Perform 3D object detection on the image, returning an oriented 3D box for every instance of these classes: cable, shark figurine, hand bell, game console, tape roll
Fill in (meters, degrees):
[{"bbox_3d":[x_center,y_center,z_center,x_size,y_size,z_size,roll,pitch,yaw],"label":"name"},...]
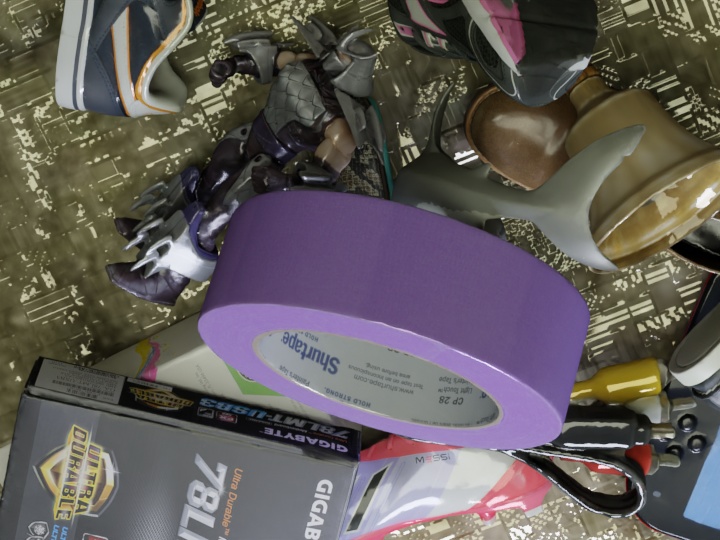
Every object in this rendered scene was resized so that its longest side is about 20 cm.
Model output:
[{"bbox_3d":[0.101,0.093,1.216,0.199,0.050,0.098,5,114,-1],"label":"cable"},{"bbox_3d":[0.055,-0.054,1.070,0.127,0.214,0.090,14,84,-15],"label":"shark figurine"},{"bbox_3d":[0.117,-0.110,1.121,0.104,0.104,0.201,-36,71,15],"label":"hand bell"},{"bbox_3d":[0.276,0.101,1.250,0.199,0.031,0.178,18,111,-5],"label":"game console"},{"bbox_3d":[0.017,0.029,1.082,0.199,0.200,0.066,17,72,-4],"label":"tape roll"}]

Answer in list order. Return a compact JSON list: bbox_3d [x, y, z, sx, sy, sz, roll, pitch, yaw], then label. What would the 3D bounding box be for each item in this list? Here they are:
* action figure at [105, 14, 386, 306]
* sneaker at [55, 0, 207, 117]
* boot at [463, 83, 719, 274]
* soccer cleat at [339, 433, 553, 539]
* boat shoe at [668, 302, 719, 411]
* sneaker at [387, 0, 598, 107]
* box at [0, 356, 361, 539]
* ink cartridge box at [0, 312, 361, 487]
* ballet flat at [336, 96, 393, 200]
[{"bbox_3d":[-0.059,-0.065,1.157,0.069,0.130,0.200,30,117,-35],"label":"action figure"},{"bbox_3d":[-0.121,-0.178,1.136,0.079,0.079,0.201,11,123,4],"label":"sneaker"},{"bbox_3d":[0.154,-0.053,1.173,0.199,0.076,0.074,22,112,-5],"label":"boot"},{"bbox_3d":[0.020,0.127,1.257,0.199,0.067,0.077,-12,98,6],"label":"soccer cleat"},{"bbox_3d":[0.271,0.013,1.179,0.199,0.074,0.066,-43,101,-3],"label":"boat shoe"},{"bbox_3d":[0.060,-0.142,1.094,0.080,0.200,0.087,8,126,-25],"label":"sneaker"},{"bbox_3d":[-0.117,0.167,1.211,0.197,0.050,0.201,15,113,-3],"label":"box"},{"bbox_3d":[-0.112,0.102,1.247,0.199,0.067,0.118,-25,109,11],"label":"ink cartridge box"},{"bbox_3d":[0.000,0.000,1.200,0.075,0.068,0.201,-19,112,-6],"label":"ballet flat"}]
